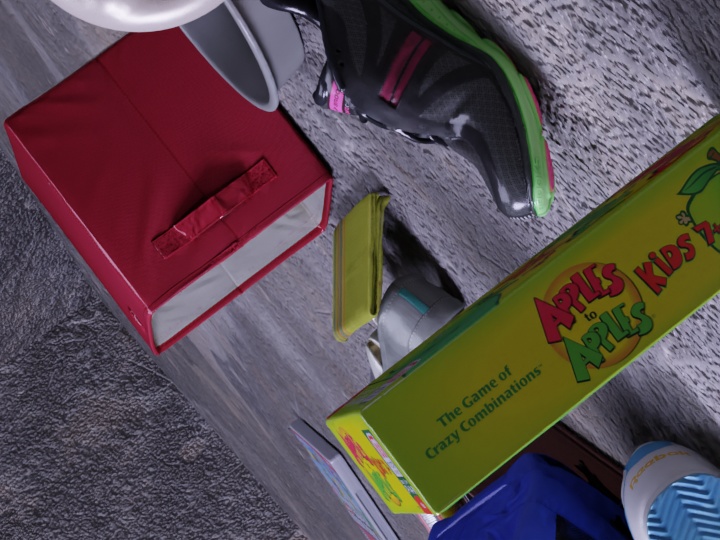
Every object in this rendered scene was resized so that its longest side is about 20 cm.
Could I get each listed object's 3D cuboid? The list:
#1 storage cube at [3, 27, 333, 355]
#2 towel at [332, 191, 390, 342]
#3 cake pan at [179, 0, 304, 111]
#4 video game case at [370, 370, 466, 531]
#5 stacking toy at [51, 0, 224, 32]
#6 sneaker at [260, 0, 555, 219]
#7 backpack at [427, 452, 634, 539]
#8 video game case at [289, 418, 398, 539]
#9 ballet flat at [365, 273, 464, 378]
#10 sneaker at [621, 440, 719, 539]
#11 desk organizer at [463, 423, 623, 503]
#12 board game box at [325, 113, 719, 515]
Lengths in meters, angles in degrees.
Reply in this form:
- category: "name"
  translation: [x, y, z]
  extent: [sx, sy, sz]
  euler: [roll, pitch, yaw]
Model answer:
- category: "storage cube"
  translation: [-0.142, -0.068, 1.783]
  extent: [0.180, 0.171, 0.200]
  euler: [52, 171, 7]
- category: "towel"
  translation: [0.000, 0.000, 1.683]
  extent: [0.200, 0.018, 0.086]
  euler: [139, 131, -80]
- category: "cake pan"
  translation: [-0.103, -0.193, 1.541]
  extent: [0.200, 0.037, 0.200]
  euler: [51, 171, 12]
- category: "video game case"
  translation: [0.063, 0.167, 1.891]
  extent: [0.200, 0.017, 0.143]
  euler: [57, -164, -22]
- category: "stacking toy"
  translation: [-0.127, -0.224, 1.357]
  extent: [0.146, 0.146, 0.200]
  euler: [56, -175, -17]
- category: "sneaker"
  translation: [0.023, -0.091, 1.167]
  extent: [0.200, 0.084, 0.077]
  euler: [49, 171, 23]
- category: "backpack"
  translation: [0.130, 0.217, 1.396]
  extent: [0.200, 0.168, 0.162]
  euler: [37, 133, -15]
- category: "video game case"
  translation: [-0.005, 0.274, 2.846]
  extent: [0.200, 0.017, 0.143]
  euler: [57, 170, -24]
- category: "ballet flat"
  translation: [0.034, 0.052, 1.683]
  extent: [0.064, 0.067, 0.200]
  euler: [38, 162, 10]
- category: "sneaker"
  translation: [0.210, 0.179, 1.322]
  extent: [0.200, 0.076, 0.081]
  euler: [61, 179, -21]
- category: "desk organizer"
  translation: [0.143, 0.168, 1.553]
  extent: [0.072, 0.077, 0.200]
  euler: [57, 170, -26]
- category: "board game box"
  translation: [0.084, 0.012, 0.891]
  extent: [0.048, 0.200, 0.102]
  euler: [52, 171, 0]
